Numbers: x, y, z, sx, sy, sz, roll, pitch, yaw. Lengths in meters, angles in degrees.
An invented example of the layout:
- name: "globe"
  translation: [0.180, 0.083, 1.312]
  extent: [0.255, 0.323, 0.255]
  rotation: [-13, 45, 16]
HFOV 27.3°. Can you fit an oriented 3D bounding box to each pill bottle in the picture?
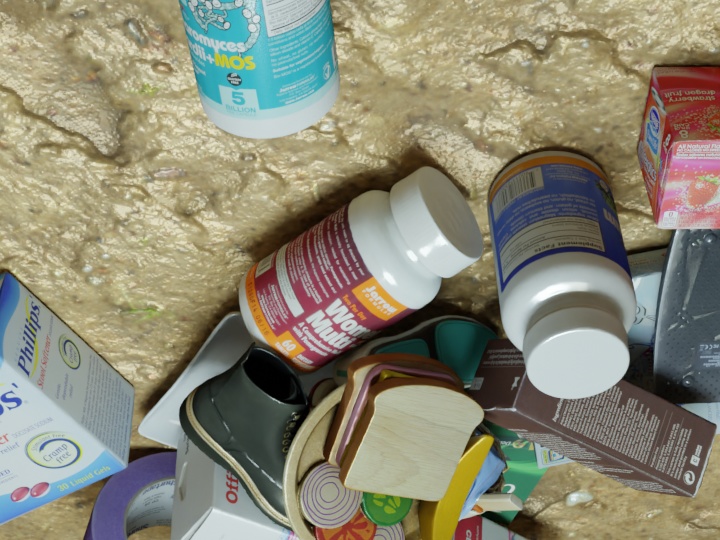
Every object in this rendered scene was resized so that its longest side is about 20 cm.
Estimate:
- name: "pill bottle"
  translation: [0.167, 0.004, 1.228]
  extent: [0.111, 0.201, 0.113]
  rotation: [-2, 135, -2]
- name: "pill bottle"
  translation: [-0.078, -0.203, 1.077]
  extent: [0.110, 0.111, 0.201]
  rotation: [-6, 133, 2]
- name: "pill bottle"
  translation: [0.000, 0.000, 1.277]
  extent: [0.199, 0.110, 0.109]
  rotation: [-32, 128, 25]

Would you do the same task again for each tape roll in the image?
- name: "tape roll"
  translation: [-0.178, 0.285, 1.481]
  extent: [0.199, 0.201, 0.085]
  rotation: [12, 132, -15]

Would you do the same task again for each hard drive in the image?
- name: "hard drive"
  translation: [0.324, 0.027, 1.307]
  extent: [0.134, 0.042, 0.201]
  rotation: [-2, 122, -4]

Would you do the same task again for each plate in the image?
- name: "plate"
  translation: [-0.088, 0.125, 1.447]
  extent: [0.199, 0.032, 0.200]
  rotation: [23, 129, -24]

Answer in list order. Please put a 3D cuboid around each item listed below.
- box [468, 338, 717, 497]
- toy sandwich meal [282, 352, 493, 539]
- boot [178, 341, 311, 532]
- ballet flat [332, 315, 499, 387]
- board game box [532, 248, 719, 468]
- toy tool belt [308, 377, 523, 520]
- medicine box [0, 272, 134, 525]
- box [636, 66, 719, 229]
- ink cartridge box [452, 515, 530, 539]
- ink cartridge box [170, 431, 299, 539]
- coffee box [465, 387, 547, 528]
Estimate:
- name: "box"
  translation: [0.204, 0.130, 1.319]
  extent: [0.199, 0.075, 0.100]
  rotation: [25, 168, -19]
- name: "toy sandwich meal"
  translation: [0.029, 0.171, 1.263]
  extent: [0.204, 0.070, 0.207]
  rotation: [-8, 109, -22]
- name: "boot"
  translation: [-0.055, 0.155, 1.300]
  extent: [0.199, 0.078, 0.138]
  rotation: [35, 142, -10]
- name: "ballet flat"
  translation: [0.050, 0.080, 1.362]
  extent: [0.199, 0.070, 0.069]
  rotation: [-6, 147, -48]
- name: "board game box"
  translation: [0.248, 0.080, 1.385]
  extent: [0.198, 0.043, 0.201]
  rotation: [-10, 123, 3]
- name: "toy tool belt"
  translation: [0.054, 0.164, 1.379]
  extent: [0.200, 0.125, 0.123]
  rotation: [36, 165, -21]
- name: "medicine box"
  translation: [-0.343, 0.127, 1.386]
  extent: [0.181, 0.103, 0.200]
  rotation: [-25, 131, 19]
- name: "box"
  translation: [0.335, -0.100, 1.206]
  extent: [0.198, 0.100, 0.096]
  rotation: [0, 134, -2]
- name: "ink cartridge box"
  translation: [0.102, 0.321, 1.567]
  extent: [0.145, 0.083, 0.200]
  rotation: [-19, 144, 38]
- name: "ink cartridge box"
  translation: [-0.072, 0.221, 1.417]
  extent: [0.199, 0.145, 0.084]
  rotation: [22, 129, -22]
- name: "coffee box"
  translation: [0.128, 0.190, 1.513]
  extent: [0.122, 0.044, 0.201]
  rotation: [14, 131, -16]
